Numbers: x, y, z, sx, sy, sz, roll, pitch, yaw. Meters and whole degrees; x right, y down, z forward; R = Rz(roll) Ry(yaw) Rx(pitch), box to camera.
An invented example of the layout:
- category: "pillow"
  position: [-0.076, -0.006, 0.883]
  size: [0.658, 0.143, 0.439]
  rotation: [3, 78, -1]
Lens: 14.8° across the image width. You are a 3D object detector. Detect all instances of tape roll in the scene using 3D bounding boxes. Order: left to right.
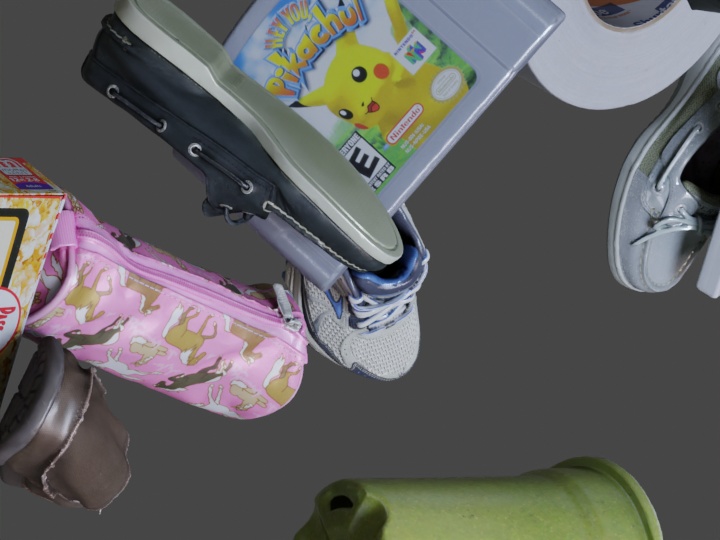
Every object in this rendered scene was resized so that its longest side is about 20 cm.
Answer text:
- category: "tape roll"
  position: [0.141, -0.195, 1.566]
  size: [0.200, 0.066, 0.201]
  rotation: [-23, 129, -32]

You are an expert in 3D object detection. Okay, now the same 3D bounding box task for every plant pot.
- category: "plant pot"
  position: [0.060, 0.204, 1.712]
  size: [0.183, 0.200, 0.201]
  rotation: [9, 112, -29]

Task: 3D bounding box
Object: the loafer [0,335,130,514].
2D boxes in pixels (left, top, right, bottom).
- category: "loafer"
  position: [-0.150, 0.086, 1.468]
  size: [0.200, 0.071, 0.073]
  rotation: [113, 3, -80]

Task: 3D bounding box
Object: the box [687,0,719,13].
- category: "box"
  position: [0.223, -0.240, 1.433]
  size: [0.149, 0.124, 0.200]
  rotation: [-67, 149, -21]

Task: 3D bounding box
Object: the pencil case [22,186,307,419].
- category: "pencil case"
  position: [-0.117, 0.020, 1.512]
  size: [0.200, 0.083, 0.087]
  rotation: [24, 103, -43]

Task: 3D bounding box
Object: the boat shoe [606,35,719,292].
- category: "boat shoe"
  position: [0.219, -0.072, 1.722]
  size: [0.074, 0.065, 0.203]
  rotation: [17, 106, -43]

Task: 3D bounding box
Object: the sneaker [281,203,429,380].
- category: "sneaker"
  position: [0.000, 0.000, 1.587]
  size: [0.077, 0.085, 0.200]
  rotation: [-34, 134, -15]

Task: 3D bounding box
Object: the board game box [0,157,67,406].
- category: "board game box"
  position: [-0.254, 0.019, 1.368]
  size: [0.199, 0.046, 0.152]
  rotation: [0, 116, -45]

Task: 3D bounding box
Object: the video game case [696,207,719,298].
- category: "video game case"
  position: [0.287, -0.081, 1.740]
  size: [0.200, 0.018, 0.144]
  rotation: [-34, 147, -41]

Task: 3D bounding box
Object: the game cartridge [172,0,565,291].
- category: "game cartridge"
  position: [-0.003, -0.105, 1.488]
  size: [0.200, 0.133, 0.040]
  rotation: [-49, 173, 9]

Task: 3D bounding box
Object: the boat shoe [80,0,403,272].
- category: "boat shoe"
  position: [-0.067, -0.059, 1.448]
  size: [0.199, 0.075, 0.066]
  rotation: [42, 109, -3]
